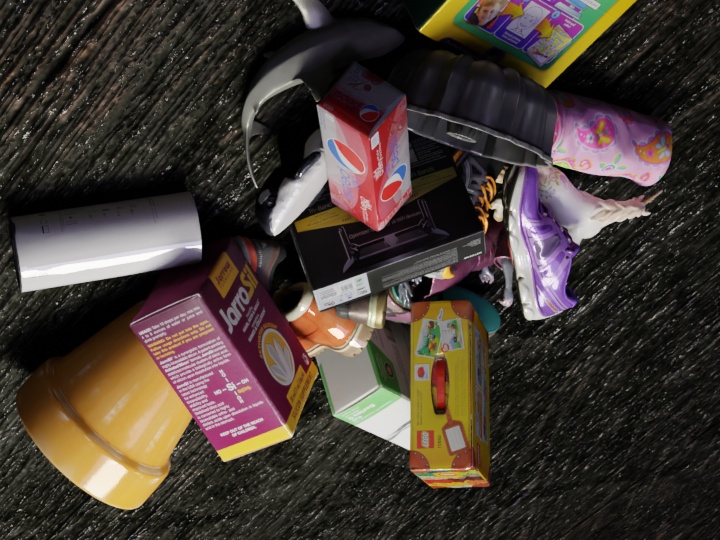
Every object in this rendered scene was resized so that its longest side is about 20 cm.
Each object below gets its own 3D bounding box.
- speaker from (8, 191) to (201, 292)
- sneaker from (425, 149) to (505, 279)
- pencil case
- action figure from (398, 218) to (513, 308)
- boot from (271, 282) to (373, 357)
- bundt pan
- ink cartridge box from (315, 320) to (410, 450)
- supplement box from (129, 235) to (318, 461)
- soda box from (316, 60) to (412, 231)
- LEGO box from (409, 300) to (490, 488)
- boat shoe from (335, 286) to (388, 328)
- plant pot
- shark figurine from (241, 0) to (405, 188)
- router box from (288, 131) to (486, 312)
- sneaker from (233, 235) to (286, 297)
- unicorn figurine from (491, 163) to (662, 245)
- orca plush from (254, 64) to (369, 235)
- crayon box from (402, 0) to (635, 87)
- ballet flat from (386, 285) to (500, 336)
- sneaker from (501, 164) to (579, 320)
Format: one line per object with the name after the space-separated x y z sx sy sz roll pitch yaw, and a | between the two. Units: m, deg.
-0.270 -0.032 1.484 0.197 0.082 0.082 -10 144 -17 | speaker
0.118 -0.069 1.591 0.201 0.077 0.078 -54 147 -14 | sneaker
0.270 -0.152 1.609 0.198 0.088 0.088 7 137 -34 | pencil case
0.133 -0.029 1.717 0.198 0.134 0.151 -24 104 -18 | action figure
-0.070 0.051 1.669 0.106 0.076 0.199 27 165 -22 | boot
0.115 -0.172 1.434 0.200 0.201 0.077 19 88 -43 | bundt pan
0.034 0.138 1.810 0.084 0.147 0.199 -33 143 21 | ink cartridge box
-0.148 0.087 1.551 0.102 0.131 0.201 -22 113 25 | supplement box
0.006 -0.121 1.415 0.064 0.070 0.201 -50 161 -19 | soda box
0.111 0.155 1.695 0.076 0.203 0.149 -3 162 13 | LEGO box
0.000 0.001 1.599 0.065 0.202 0.073 8 116 -4 | boat shoe
-0.271 0.143 1.637 0.183 0.201 0.200 -46 141 7 | plant pot
-0.062 -0.184 1.390 0.213 0.090 0.128 -37 141 17 | shark figurine
0.020 -0.062 1.529 0.197 0.159 0.052 -19 150 -3 | router box
-0.135 0.039 1.658 0.081 0.078 0.201 -7 143 -30 | sneaker
0.250 -0.074 1.664 0.198 0.075 0.137 25 140 -33 | unicorn figurine
-0.057 -0.136 1.470 0.201 0.071 0.105 -55 168 9 | orca plush
0.170 -0.285 1.403 0.198 0.059 0.172 18 128 -42 | crayon box
0.090 0.051 1.808 0.198 0.070 0.071 15 150 -35 | ballet flat
0.212 -0.041 1.621 0.082 0.081 0.202 -12 117 5 | sneaker
